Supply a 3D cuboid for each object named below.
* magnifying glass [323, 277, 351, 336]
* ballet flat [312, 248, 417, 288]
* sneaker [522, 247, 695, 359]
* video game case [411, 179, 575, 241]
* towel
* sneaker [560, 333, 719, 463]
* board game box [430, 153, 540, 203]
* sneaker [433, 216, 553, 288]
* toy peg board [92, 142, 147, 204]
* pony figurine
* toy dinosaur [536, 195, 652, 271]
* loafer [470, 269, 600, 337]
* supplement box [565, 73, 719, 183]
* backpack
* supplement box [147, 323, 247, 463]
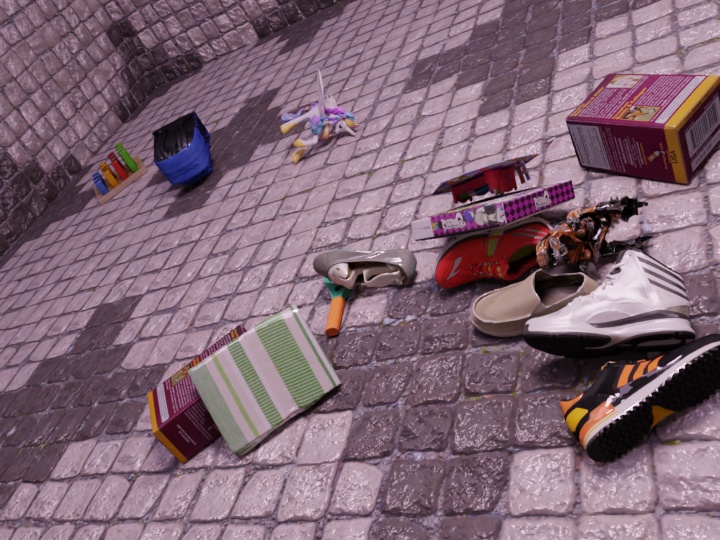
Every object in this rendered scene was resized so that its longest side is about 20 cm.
[{"bbox_3d":[-0.038,0.039,1.228,0.078,0.023,0.203,-19,36,21],"label":"magnifying glass"},{"bbox_3d":[0.000,0.000,1.181,0.194,0.068,0.065,-4,44,21],"label":"ballet flat"},{"bbox_3d":[0.297,0.039,0.845,0.195,0.076,0.119,-6,62,23],"label":"sneaker"},{"bbox_3d":[0.205,-0.092,1.065,0.197,0.037,0.179,-20,7,-41],"label":"video game case"},{"bbox_3d":[-0.146,0.166,1.058,0.197,0.155,0.023,-33,-8,-2],"label":"towel"},{"bbox_3d":[0.310,0.119,0.760,0.198,0.071,0.090,-35,35,1],"label":"sneaker"},{"bbox_3d":[0.197,-0.131,1.088,0.153,0.040,0.200,-16,-2,-4],"label":"board game box"},{"bbox_3d":[0.201,-0.017,1.041,0.195,0.078,0.086,-23,38,17],"label":"sneaker"},{"bbox_3d":[-0.873,-0.354,2.433,0.197,0.099,0.200,-38,32,-8],"label":"toy peg board"},{"bbox_3d":[-0.108,-0.396,1.780,0.195,0.167,0.198,-22,65,10],"label":"pony figurine"},{"bbox_3d":[0.324,-0.060,0.962,0.134,0.103,0.201,2,46,49],"label":"toy dinosaur"},{"bbox_3d":[0.236,0.038,0.937,0.195,0.069,0.077,-11,37,32],"label":"loafer"},{"bbox_3d":[0.443,-0.226,1.072,0.131,0.104,0.198,-43,34,-16],"label":"supplement box"},{"bbox_3d":[-0.510,-0.343,2.025,0.160,0.169,0.202,-29,36,10],"label":"backpack"},{"bbox_3d":[-0.243,0.200,1.133,0.198,0.087,0.110,-36,33,-4],"label":"supplement box"}]
